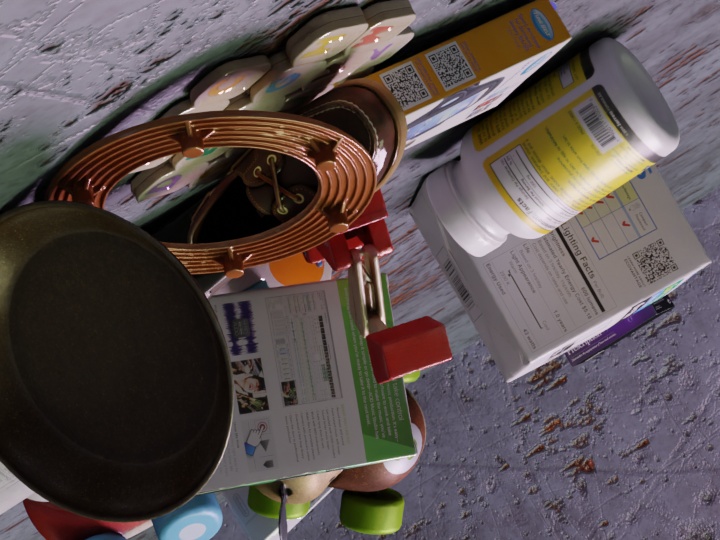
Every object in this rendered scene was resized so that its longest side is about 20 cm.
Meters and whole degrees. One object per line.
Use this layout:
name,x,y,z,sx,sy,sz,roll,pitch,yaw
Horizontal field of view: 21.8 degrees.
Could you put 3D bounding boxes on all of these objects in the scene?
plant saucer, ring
plant saucer,-0.155,0.050,1.107,0.200,0.200,0.037,-36,180,33
ring,-0.088,-0.039,1.122,0.200,0.019,0.200,-8,154,-4

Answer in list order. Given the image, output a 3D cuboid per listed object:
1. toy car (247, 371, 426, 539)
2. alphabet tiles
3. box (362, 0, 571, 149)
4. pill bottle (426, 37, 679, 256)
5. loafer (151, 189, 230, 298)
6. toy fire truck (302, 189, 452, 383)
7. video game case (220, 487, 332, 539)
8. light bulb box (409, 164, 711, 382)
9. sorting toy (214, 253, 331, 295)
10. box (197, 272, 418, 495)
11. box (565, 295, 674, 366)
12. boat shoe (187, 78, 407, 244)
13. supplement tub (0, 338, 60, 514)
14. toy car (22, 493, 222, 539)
toy car,-0.034,0.144,1.524,0.158,0.164,0.200,8,-170,8
alphabet tiles,-0.056,-0.103,1.159,0.200,0.015,0.196,-36,169,37
box,0.057,-0.125,1.299,0.200,0.042,0.119,-25,173,-29
pill bottle,0.159,-0.098,1.580,0.200,0.113,0.112,-33,171,22
loafer,-0.139,0.010,1.326,0.200,0.073,0.071,-29,172,-3
toy fire truck,0.000,0.000,1.349,0.049,0.141,0.200,-18,-171,-12
video game case,-0.074,0.122,1.696,0.182,0.200,0.024,-45,144,12
light bulb box,0.184,-0.033,1.752,0.200,0.198,0.125,-28,173,-11
sorting toy,-0.140,0.032,1.465,0.180,0.107,0.200,8,145,-45
box,-0.062,0.085,1.400,0.200,0.145,0.036,-7,175,-24
box,0.422,0.057,3.257,0.200,0.141,0.079,-37,167,34
boat shoe,-0.044,-0.054,1.196,0.070,0.070,0.200,-32,175,-39
supplement tub,-0.228,0.079,1.232,0.200,0.132,0.132,-33,171,16
toy car,-0.245,0.155,1.643,0.177,0.184,0.200,-31,143,6
